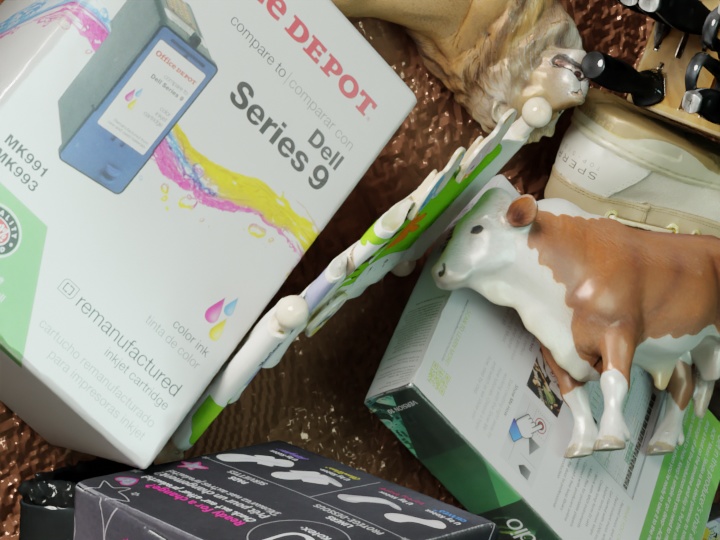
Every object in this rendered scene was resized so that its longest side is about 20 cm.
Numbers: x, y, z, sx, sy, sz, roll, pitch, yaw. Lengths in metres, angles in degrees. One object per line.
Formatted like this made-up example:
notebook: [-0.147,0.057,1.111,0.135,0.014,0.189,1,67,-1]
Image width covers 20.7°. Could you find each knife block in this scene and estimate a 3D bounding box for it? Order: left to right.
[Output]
knife block: [0.171,-0.101,0.967,0.175,0.200,0.064,20,97,-12]

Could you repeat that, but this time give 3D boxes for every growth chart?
growth chart: [0.000,0.000,0.844,0.018,0.145,0.200,46,48,5]

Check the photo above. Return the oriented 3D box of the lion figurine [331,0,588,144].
lion figurine: [0.024,-0.136,0.897,0.199,0.072,0.123,15,103,-24]

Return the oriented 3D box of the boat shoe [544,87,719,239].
boat shoe: [0.164,-0.033,1.017,0.200,0.074,0.069,20,108,-42]

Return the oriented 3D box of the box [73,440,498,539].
box: [-0.038,0.184,0.770,0.114,0.132,0.201,-6,106,-45]

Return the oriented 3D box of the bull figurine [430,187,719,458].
bull figurine: [0.121,0.024,0.916,0.199,0.065,0.122,2,78,-40]

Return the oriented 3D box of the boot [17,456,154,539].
boot: [-0.132,0.164,0.812,0.198,0.073,0.163,3,97,-45]

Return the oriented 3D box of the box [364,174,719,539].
box: [0.096,0.073,0.943,0.200,0.036,0.145,46,45,-21]

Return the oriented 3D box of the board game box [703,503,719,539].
board game box: [0.141,0.206,1.014,0.200,0.034,0.135,-12,99,-50]

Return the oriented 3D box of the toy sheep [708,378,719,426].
toy sheep: [0.244,0.063,1.047,0.138,0.138,0.201,-36,122,-27]

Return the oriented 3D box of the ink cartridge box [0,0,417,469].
ink cartridge box: [-0.094,-0.045,0.795,0.145,0.087,0.200,47,67,-26]
